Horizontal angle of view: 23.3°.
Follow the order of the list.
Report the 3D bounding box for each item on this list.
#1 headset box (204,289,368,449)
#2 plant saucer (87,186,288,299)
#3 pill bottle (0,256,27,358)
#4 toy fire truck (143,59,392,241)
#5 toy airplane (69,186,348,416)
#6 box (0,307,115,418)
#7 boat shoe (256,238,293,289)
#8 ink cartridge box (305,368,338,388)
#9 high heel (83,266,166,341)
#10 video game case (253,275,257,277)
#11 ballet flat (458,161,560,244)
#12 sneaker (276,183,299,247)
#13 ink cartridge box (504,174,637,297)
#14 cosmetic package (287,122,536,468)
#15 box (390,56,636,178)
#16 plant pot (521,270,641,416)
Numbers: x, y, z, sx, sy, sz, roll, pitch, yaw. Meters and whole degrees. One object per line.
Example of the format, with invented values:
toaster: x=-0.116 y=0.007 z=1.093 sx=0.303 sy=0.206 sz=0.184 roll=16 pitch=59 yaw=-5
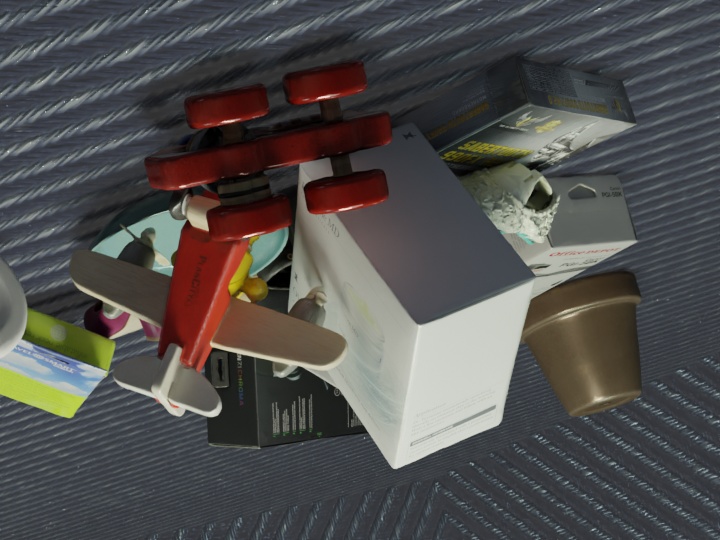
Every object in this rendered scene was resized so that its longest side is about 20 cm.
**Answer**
headset box: x=-0.084 y=0.106 z=1.968 sx=0.199 sy=0.176 sz=0.092 roll=-4 pitch=-178 yaw=-45
plant saucer: x=-0.167 y=-0.028 z=1.620 sx=0.198 sy=0.036 sz=0.200 roll=-14 pitch=156 yaw=-6
pill bottle: x=-0.398 y=0.059 z=1.567 sx=0.199 sy=0.113 sz=0.112 roll=-28 pitch=163 yaw=39
toy fire truck: x=-0.076 y=-0.096 z=1.385 sx=0.198 sy=0.113 sz=0.168 roll=-15 pitch=-172 yaw=-19
toy airplane: x=-0.129 y=0.029 z=1.487 sx=0.198 sy=0.201 sz=0.141 roll=-30 pitch=173 yaw=12
box: x=-0.332 y=0.094 z=1.820 sx=0.121 sy=0.048 sz=0.200 roll=21 pitch=155 yaw=-13
boat shoe: x=-0.047 y=-0.004 z=1.787 sx=0.073 sy=0.063 sz=0.201 roll=-37 pitch=155 yaw=23
ink cartridge box: x=0.042 y=0.033 z=1.733 sx=0.085 sy=0.147 sz=0.202 roll=6 pitch=109 yaw=-57
high heel: x=-0.246 y=0.020 z=1.782 sx=0.067 sy=0.097 sz=0.200 roll=-22 pitch=-169 yaw=-23
video game case: x=-0.126 y=-0.007 z=1.839 sx=0.198 sy=0.018 sz=0.143 roll=-9 pitch=164 yaw=-29
ballet flat: x=0.141 y=-0.071 z=1.634 sx=0.071 sy=0.072 sz=0.200 roll=-21 pitch=168 yaw=18
sneaker: x=0.000 y=0.000 z=1.668 sx=0.107 sy=0.203 sz=0.067 roll=-21 pitch=-163 yaw=-6
ink cartridge box: x=0.195 y=-0.031 z=1.994 sx=0.146 sy=0.084 sz=0.200 roll=-5 pitch=163 yaw=-38
cosmetic package: x=0.037 y=0.022 z=1.502 sx=0.122 sy=0.200 sz=0.201 roll=-20 pitch=143 yaw=-24
box: x=0.138 y=-0.131 z=1.599 sx=0.158 sy=0.049 sz=0.199 roll=-25 pitch=165 yaw=33
plant pot: x=0.332 y=0.116 z=2.560 sx=0.198 sy=0.176 sz=0.200 roll=-15 pitch=166 yaw=-4
